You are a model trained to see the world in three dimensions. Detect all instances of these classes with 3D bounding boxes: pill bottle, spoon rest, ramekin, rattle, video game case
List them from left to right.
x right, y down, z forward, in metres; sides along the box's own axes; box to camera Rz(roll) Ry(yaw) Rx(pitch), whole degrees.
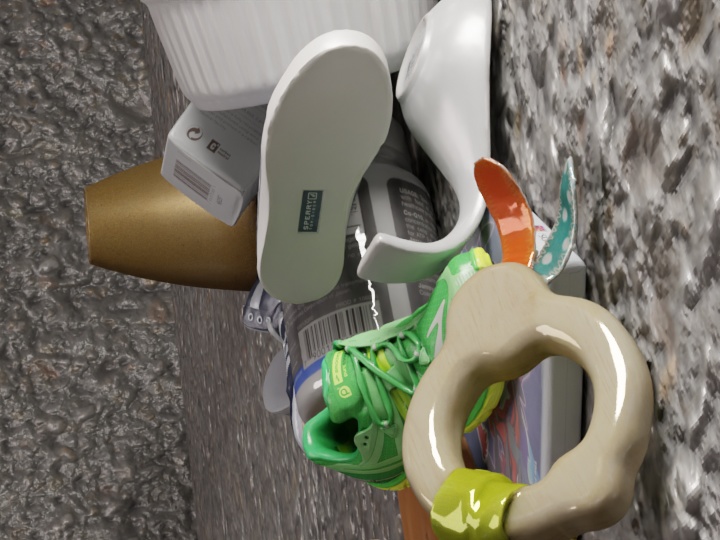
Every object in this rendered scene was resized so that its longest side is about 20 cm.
[{"bbox_3d":[-0.039,-0.167,1.140,0.202,0.200,0.095,-142,38,-75],"label":"ramekin"},{"bbox_3d":[0.000,0.000,1.179,0.114,0.113,0.202,105,158,-59],"label":"pill bottle"},{"bbox_3d":[0.047,-0.077,1.011,0.100,0.060,0.201,123,164,-56],"label":"spoon rest"},{"bbox_3d":[0.086,0.063,0.994,0.182,0.023,0.202,-123,31,-68],"label":"video game case"},{"bbox_3d":[0.101,0.060,0.865,0.130,0.142,0.201,-35,40,34],"label":"rattle"}]

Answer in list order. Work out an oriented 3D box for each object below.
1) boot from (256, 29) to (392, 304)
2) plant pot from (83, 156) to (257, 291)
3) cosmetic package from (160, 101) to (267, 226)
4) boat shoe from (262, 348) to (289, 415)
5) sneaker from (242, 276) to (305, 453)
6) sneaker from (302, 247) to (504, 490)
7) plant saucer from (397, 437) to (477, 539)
[{"bbox_3d":[-0.030,-0.080,1.052,0.091,0.072,0.201,-97,18,-44],"label":"boot"},{"bbox_3d":[-0.235,-0.060,2.158,0.186,0.198,0.189,175,90,-80],"label":"plant pot"},{"bbox_3d":[-0.061,-0.140,1.286,0.201,0.074,0.102,-55,1,-15],"label":"cosmetic package"},{"bbox_3d":[-0.001,0.085,1.337,0.199,0.065,0.073,-22,55,55],"label":"boat shoe"},{"bbox_3d":[-0.037,0.060,1.271,0.108,0.070,0.202,-33,41,44],"label":"sneaker"},{"bbox_3d":[0.023,0.063,0.994,0.201,0.083,0.075,121,148,-45],"label":"sneaker"},{"bbox_3d":[0.056,0.183,1.100,0.200,0.032,0.202,167,90,-82],"label":"plant saucer"}]
